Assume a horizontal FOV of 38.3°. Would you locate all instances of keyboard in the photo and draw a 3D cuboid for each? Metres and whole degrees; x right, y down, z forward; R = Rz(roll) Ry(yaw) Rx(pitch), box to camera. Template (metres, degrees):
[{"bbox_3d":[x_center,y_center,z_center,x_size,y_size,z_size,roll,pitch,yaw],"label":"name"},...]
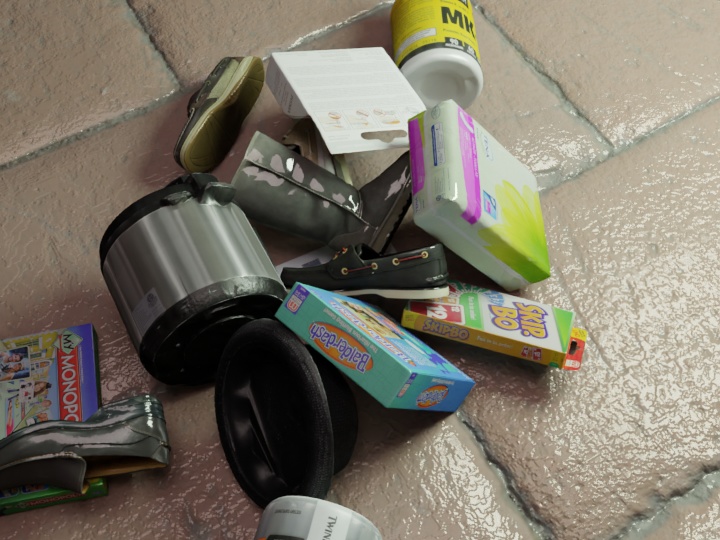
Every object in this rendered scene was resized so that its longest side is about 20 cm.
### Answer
[{"bbox_3d":[-0.054,0.001,1.234,0.199,0.011,0.056,-23,52,-14],"label":"keyboard"}]

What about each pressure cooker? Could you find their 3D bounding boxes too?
[{"bbox_3d":[-0.187,0.001,1.129,0.175,0.179,0.200,-28,61,-8],"label":"pressure cooker"}]

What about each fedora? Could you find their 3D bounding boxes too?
[{"bbox_3d":[-0.065,0.146,1.060,0.091,0.201,0.201,-5,46,-44],"label":"fedora"}]

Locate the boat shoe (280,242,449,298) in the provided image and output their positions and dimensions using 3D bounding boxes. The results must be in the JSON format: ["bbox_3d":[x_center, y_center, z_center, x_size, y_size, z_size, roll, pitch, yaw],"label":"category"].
[{"bbox_3d":[0.001,0.000,1.158,0.201,0.063,0.074,-2,8,22],"label":"boat shoe"}]

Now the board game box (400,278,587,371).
[{"bbox_3d":[0.153,0.057,1.157,0.199,0.030,0.096,17,30,10],"label":"board game box"}]

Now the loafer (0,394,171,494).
[{"bbox_3d":[-0.288,0.188,1.035,0.199,0.073,0.072,-18,61,-11],"label":"loafer"}]

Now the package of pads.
[{"bbox_3d":[0.134,-0.085,1.185,0.068,0.200,0.155,-26,48,31],"label":"package of pads"}]

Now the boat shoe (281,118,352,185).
[{"bbox_3d":[-0.066,-0.156,1.303,0.068,0.075,0.200,-11,56,-13],"label":"boat shoe"}]

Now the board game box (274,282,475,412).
[{"bbox_3d":[0.020,0.082,1.065,0.152,0.200,0.045,37,97,25],"label":"board game box"}]

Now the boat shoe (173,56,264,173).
[{"bbox_3d":[-0.192,-0.205,1.350,0.065,0.073,0.200,13,52,23],"label":"boat shoe"}]

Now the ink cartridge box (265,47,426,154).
[{"bbox_3d":[-0.007,-0.196,1.263,0.160,0.047,0.200,-8,49,-26],"label":"ink cartridge box"}]

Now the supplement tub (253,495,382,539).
[{"bbox_3d":[-0.059,0.319,0.939,0.122,0.123,0.200,12,55,9],"label":"supplement tub"}]

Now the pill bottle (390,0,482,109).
[{"bbox_3d":[0.098,-0.314,1.387,0.114,0.114,0.201,-3,55,-1],"label":"pill bottle"}]

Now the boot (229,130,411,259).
[{"bbox_3d":[-0.038,-0.108,1.220,0.200,0.073,0.182,29,77,7],"label":"boot"}]

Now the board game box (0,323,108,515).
[{"bbox_3d":[-0.347,0.158,1.117,0.134,0.029,0.201,-11,55,-5],"label":"board game box"}]
